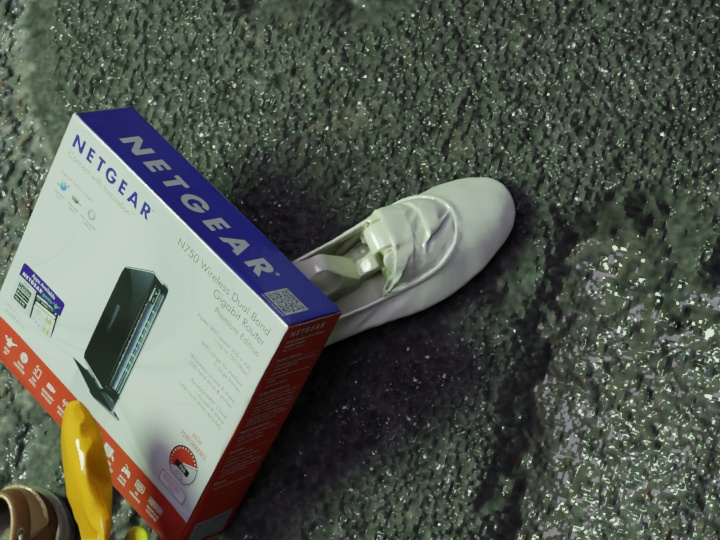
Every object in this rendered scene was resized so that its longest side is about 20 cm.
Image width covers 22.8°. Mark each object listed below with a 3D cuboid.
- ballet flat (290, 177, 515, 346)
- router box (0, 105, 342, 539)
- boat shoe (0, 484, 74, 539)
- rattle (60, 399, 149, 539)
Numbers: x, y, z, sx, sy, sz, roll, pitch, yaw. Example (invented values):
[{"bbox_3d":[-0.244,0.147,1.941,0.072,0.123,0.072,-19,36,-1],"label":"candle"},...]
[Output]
[{"bbox_3d":[0.000,0.000,1.071,0.200,0.069,0.070,-28,67,8],"label":"ballet flat"},{"bbox_3d":[-0.125,0.033,1.064,0.200,0.049,0.180,43,123,25],"label":"router box"},{"bbox_3d":[-0.253,0.216,1.084,0.076,0.072,0.200,24,83,23],"label":"boat shoe"},{"bbox_3d":[-0.073,0.164,1.009,0.199,0.130,0.143,3,64,9],"label":"rattle"}]
